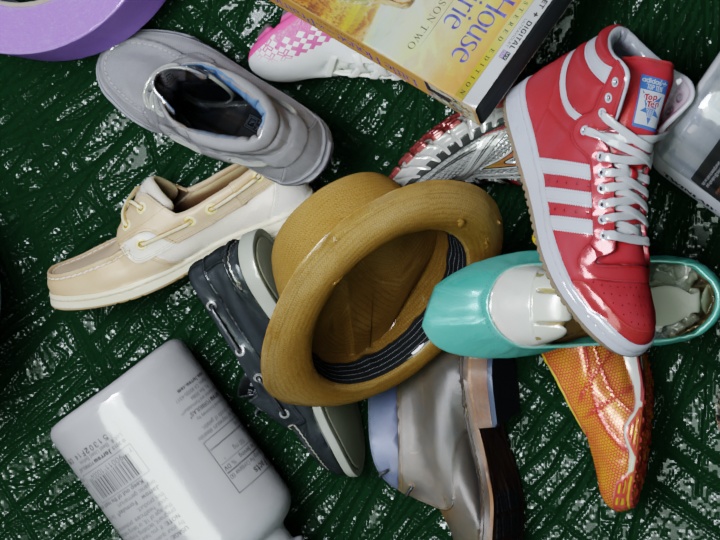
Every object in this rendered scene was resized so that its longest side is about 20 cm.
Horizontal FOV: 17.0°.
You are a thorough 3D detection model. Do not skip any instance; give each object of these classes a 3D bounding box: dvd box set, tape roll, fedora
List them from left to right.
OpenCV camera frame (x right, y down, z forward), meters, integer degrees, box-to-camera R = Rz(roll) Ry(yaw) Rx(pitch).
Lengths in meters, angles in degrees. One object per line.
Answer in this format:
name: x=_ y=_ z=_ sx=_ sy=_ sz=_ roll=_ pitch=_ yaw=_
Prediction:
tape roll: x=-0.215 y=-0.243 z=1.617 sx=0.199 sy=0.066 sz=0.201 roll=0 pitch=91 yaw=17
fedora: x=0.000 y=0.000 z=1.562 sx=0.201 sy=0.200 sz=0.082 roll=-48 pitch=57 yaw=16
dvd box set: x=0.037 y=-0.200 z=1.551 sx=0.200 sy=0.029 sz=0.147 roll=33 pitch=81 yaw=23

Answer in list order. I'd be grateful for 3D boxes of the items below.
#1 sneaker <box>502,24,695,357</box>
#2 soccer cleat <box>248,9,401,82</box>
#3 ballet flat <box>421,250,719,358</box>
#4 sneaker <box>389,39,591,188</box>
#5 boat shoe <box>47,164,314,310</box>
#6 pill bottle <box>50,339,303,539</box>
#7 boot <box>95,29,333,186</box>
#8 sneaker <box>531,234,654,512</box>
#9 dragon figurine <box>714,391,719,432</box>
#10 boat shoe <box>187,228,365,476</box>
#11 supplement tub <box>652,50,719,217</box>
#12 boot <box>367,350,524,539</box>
sneaker: x=0.160 y=-0.055 z=1.470 sx=0.112 sy=0.071 sz=0.201 roll=-37 pitch=59 yaw=36
soccer cleat: x=0.022 y=-0.154 z=1.594 sx=0.199 sy=0.070 sz=0.087 roll=-23 pitch=80 yaw=13
ballet flat: x=0.140 y=0.019 z=1.533 sx=0.199 sy=0.070 sz=0.068 roll=-4 pitch=89 yaw=-12
sneaker: x=0.104 y=-0.080 z=1.592 sx=0.199 sy=0.078 sz=0.082 roll=-27 pitch=95 yaw=16
boat shoe: x=-0.129 y=-0.034 z=1.649 sx=0.199 sy=0.074 sz=0.069 roll=-21 pitch=109 yaw=6
pill bottle: x=-0.113 y=0.158 z=1.664 sx=0.114 sy=0.114 sz=0.200 roll=-35 pitch=92 yaw=16
boot: x=-0.113 y=-0.121 z=1.590 sx=0.199 sy=0.096 sz=0.074 roll=24 pitch=87 yaw=30
sneaker: x=0.155 y=0.062 z=1.616 sx=0.077 sy=0.073 sz=0.201 roll=-9 pitch=88 yaw=13
dragon figurine: x=0.295 y=0.119 z=1.598 sx=0.099 sy=0.059 sz=0.201 roll=-13 pitch=96 yaw=14
boat shoe: x=-0.058 y=0.064 z=1.638 sx=0.066 sy=0.075 sz=0.200 roll=-16 pitch=125 yaw=18
supplement tub: x=0.294 y=-0.061 z=1.531 sx=0.200 sy=0.123 sz=0.123 roll=37 pitch=106 yaw=4
boot: x=0.057 y=0.146 z=1.654 sx=0.096 sy=0.075 sz=0.201 roll=-1 pitch=91 yaw=22
